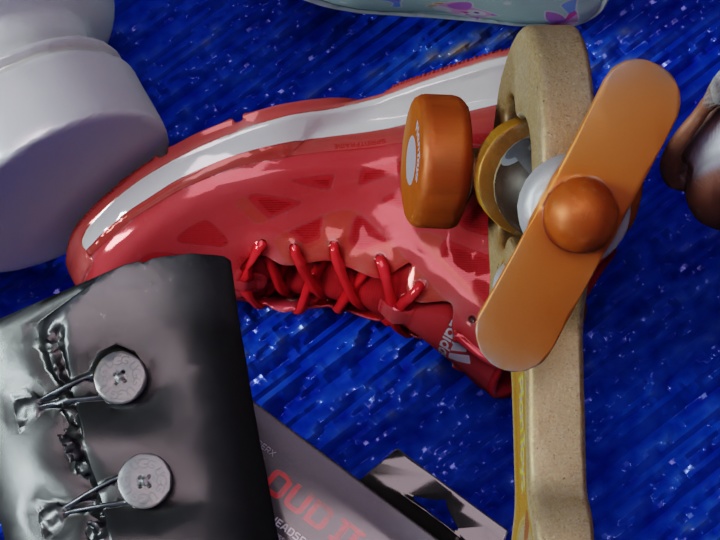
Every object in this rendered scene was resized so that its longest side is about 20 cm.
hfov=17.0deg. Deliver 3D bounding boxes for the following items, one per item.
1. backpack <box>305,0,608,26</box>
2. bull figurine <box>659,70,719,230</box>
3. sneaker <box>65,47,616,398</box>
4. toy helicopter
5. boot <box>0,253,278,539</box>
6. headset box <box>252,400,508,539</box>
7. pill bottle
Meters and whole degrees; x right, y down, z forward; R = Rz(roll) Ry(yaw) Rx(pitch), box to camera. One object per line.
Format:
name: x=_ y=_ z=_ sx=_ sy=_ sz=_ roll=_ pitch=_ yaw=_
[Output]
backpack: x=0.017 y=-0.182 z=0.888 sx=0.199 sy=0.176 sz=0.154 roll=10 pitch=67 yaw=11
bull figurine: x=0.198 y=-0.052 z=0.776 sx=0.199 sy=0.121 sz=0.065 roll=-13 pitch=76 yaw=-2
sneaker: x=0.000 y=0.000 z=0.875 sx=0.199 sy=0.078 sz=0.116 roll=-21 pitch=69 yaw=-3
toy helicopter: x=0.064 y=0.015 z=0.783 sx=0.078 sy=0.132 sz=0.201 roll=2 pitch=73 yaw=-10
boot: x=-0.031 y=0.088 z=0.776 sx=0.164 sy=0.066 sz=0.201 roll=-15 pitch=65 yaw=-2
headset box: x=-0.028 y=0.154 z=0.822 sx=0.149 sy=0.077 sz=0.200 roll=36 pitch=78 yaw=15
pill bottle: x=-0.156 y=-0.104 z=0.895 sx=0.114 sy=0.114 sz=0.200 roll=-30 pitch=67 yaw=-7
